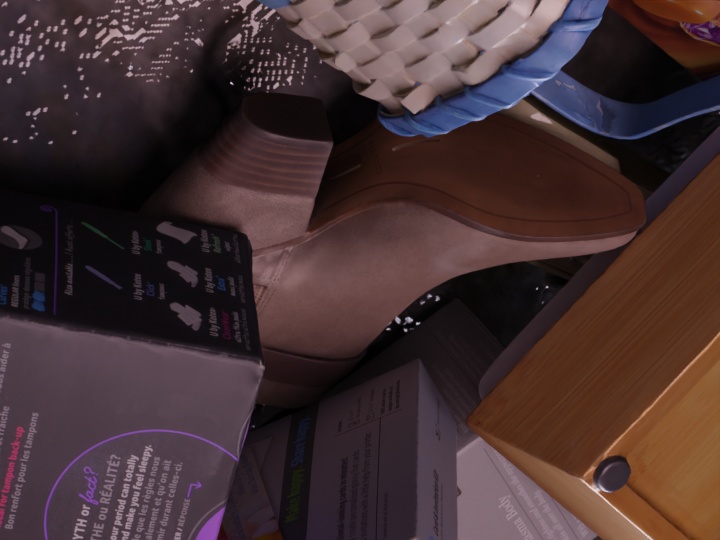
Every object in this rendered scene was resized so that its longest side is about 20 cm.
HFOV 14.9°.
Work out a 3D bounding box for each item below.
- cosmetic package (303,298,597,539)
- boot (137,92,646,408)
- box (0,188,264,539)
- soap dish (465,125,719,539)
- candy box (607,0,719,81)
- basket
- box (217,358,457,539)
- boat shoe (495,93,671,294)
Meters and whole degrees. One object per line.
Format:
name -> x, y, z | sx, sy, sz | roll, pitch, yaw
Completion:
cosmetic package -> 0.002, 0.119, 1.234 | 0.200, 0.090, 0.107 | -39, 134, -4
boot -> 0.000, 0.000, 1.143 | 0.200, 0.070, 0.146 | 14, 131, -13
box -> -0.148, 0.042, 1.052 | 0.200, 0.106, 0.122 | 11, 117, -12
soap dish -> 0.162, 0.037, 1.164 | 0.200, 0.081, 0.157 | -46, 132, 3
candy box -> 0.198, -0.110, 1.164 | 0.117, 0.056, 0.200 | -14, 147, 41
basket -> 0.068, -0.115, 1.038 | 0.200, 0.176, 0.139 | 34, 68, -21
box -> -0.057, 0.122, 1.122 | 0.200, 0.156, 0.041 | -25, 111, 13
boat shoe -> 0.108, -0.016, 1.213 | 0.200, 0.075, 0.068 | 32, 104, -28
